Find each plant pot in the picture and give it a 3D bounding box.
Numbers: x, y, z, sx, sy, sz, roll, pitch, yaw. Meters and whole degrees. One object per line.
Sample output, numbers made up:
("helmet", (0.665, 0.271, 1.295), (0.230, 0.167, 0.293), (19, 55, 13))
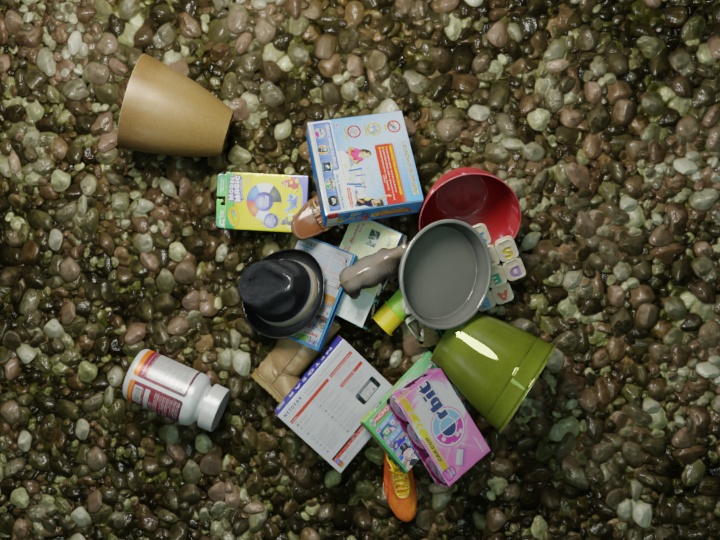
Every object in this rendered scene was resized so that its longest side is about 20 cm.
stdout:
("plant pot", (-0.358, -0.302, 1.544), (0.196, 0.186, 0.190), (18, 94, -9))
("plant pot", (0.246, 0.176, 1.512), (0.191, 0.200, 0.203), (34, 95, 14))

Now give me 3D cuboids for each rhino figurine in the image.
("rhino figurine", (0.045, -0.011, 1.485), (0.197, 0.087, 0.061), (-29, 74, 13))

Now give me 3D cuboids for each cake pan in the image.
("cake pan", (0.153, 0.006, 1.445), (0.196, 0.037, 0.205), (-4, 100, -24))

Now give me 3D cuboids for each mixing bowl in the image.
("mixing bowl", (0.203, -0.122, 1.512), (0.195, 0.109, 0.204), (-2, 124, -3))

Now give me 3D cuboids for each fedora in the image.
("fedora", (-0.171, 0.037, 1.538), (0.197, 0.091, 0.205), (-9, 72, 28))

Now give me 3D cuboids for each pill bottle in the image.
("pill bottle", (-0.375, 0.248, 1.594), (0.197, 0.110, 0.112), (23, 94, 3))

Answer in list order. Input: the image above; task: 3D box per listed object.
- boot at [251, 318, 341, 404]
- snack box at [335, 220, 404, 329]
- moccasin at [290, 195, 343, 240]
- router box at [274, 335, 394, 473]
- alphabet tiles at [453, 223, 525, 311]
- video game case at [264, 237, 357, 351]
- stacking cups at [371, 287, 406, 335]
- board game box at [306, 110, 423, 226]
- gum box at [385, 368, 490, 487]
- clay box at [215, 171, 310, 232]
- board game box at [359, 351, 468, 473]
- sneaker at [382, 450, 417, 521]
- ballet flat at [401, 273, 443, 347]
("boot", (-0.107, 0.185, 1.592), (0.174, 0.066, 0.201), (39, 94, 1))
("snack box", (0.000, 0.000, 1.566), (0.115, 0.037, 0.203), (24, 91, 21))
("moccasin", (-0.048, -0.122, 1.543), (0.198, 0.078, 0.075), (-25, 101, -10))
("router box", (-0.041, 0.266, 1.559), (0.179, 0.049, 0.200), (44, 83, -13))
("alphabet tiles", (0.219, 0.006, 1.527), (0.197, 0.015, 0.198), (-22, 123, 10))
("video game case", (-0.100, 0.042, 1.567), (0.141, 0.018, 0.204), (21, 87, 29))
("stacking cups", (0.110, 0.040, 1.568), (0.061, 0.061, 0.200), (44, 95, 1))
("board game box", (0.006, -0.199, 1.511), (0.191, 0.056, 0.204), (-8, 70, -10))
("gum box", (0.148, 0.297, 1.510), (0.113, 0.066, 0.202), (-33, 92, -21))
("clay box", (-0.202, -0.139, 1.592), (0.195, 0.048, 0.118), (3, 93, 3))
("board game box", (0.112, 0.280, 1.552), (0.200, 0.029, 0.135), (-43, 95, -19))
("sneaker", (0.075, 0.414, 1.583), (0.071, 0.077, 0.205), (-10, 94, 3))
("ballet flat", (0.114, 0.079, 1.526), (0.069, 0.071, 0.202), (-18, 131, 5))
